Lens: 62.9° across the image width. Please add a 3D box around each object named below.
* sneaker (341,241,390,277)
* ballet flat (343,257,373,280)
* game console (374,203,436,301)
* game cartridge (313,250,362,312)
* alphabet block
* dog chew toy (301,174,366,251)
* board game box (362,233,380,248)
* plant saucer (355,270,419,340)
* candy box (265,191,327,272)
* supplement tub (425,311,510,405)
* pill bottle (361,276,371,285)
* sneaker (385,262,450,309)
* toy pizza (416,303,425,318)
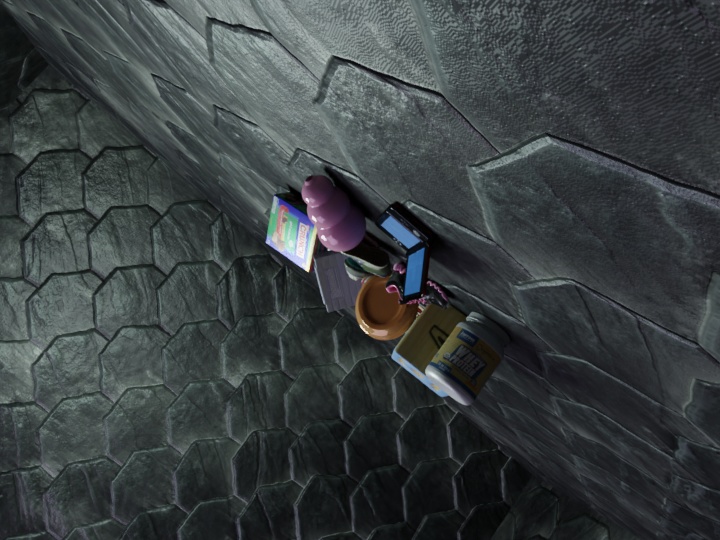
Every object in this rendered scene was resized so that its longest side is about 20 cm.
[{"bbox_3d":[0.001,-0.041,1.595,0.199,0.067,0.090,30,162,27],"label":"sneaker"},{"bbox_3d":[0.000,0.000,1.676,0.067,0.064,0.199,42,-160,17],"label":"ballet flat"},{"bbox_3d":[0.084,-0.034,1.288,0.172,0.119,0.200,39,170,-3],"label":"game console"},{"bbox_3d":[-0.064,0.026,1.765,0.039,0.128,0.202,-104,2,-57],"label":"game cartridge"},{"bbox_3d":[0.223,0.218,1.667,0.196,0.201,0.195,37,169,8],"label":"alphabet block"},{"bbox_3d":[-0.070,-0.141,1.396,0.124,0.125,0.201,26,156,52],"label":"dog chew toy"},{"bbox_3d":[-0.004,-0.086,1.674,0.103,0.019,0.200,41,170,-3],"label":"board game box"},{"bbox_3d":[0.069,0.095,1.668,0.199,0.201,0.037,32,-178,33],"label":"plant saucer"},{"bbox_3d":[-0.185,-0.117,1.774,0.199,0.171,0.077,32,-147,28],"label":"candy box"},{"bbox_3d":[0.273,0.222,1.493,0.144,0.201,0.145,36,170,7],"label":"supplement tub"},{"bbox_3d":[0.077,0.071,1.804,0.111,0.111,0.200,42,170,-19],"label":"pill bottle"},{"bbox_3d":[0.147,0.062,1.561,0.199,0.096,0.079,30,166,35],"label":"sneaker"},{"bbox_3d":[0.195,0.144,1.928,0.199,0.032,0.200,38,170,8],"label":"toy pizza"}]
